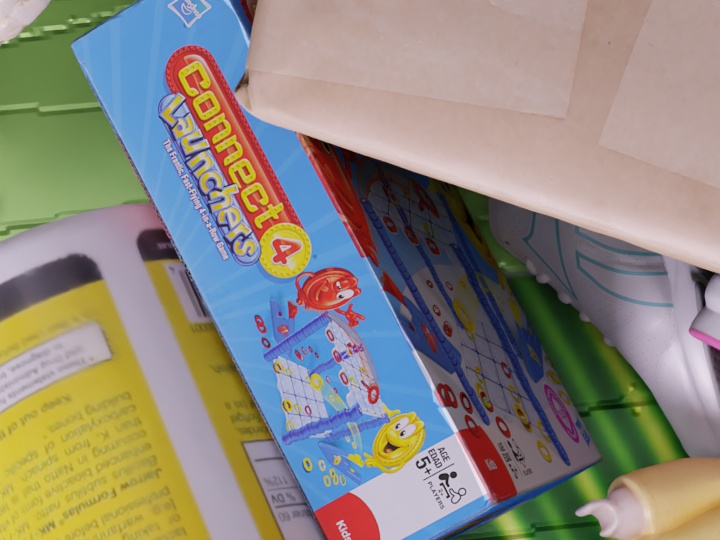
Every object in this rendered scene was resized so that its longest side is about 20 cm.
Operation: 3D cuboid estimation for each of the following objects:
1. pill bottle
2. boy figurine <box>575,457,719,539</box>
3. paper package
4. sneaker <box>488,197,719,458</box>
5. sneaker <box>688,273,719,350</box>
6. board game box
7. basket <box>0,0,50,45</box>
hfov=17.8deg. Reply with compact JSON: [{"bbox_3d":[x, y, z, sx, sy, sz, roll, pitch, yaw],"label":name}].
[{"bbox_3d":[-0.065,0.090,0.749,0.114,0.114,0.200,-23,70,-6],"label":"pill bottle"},{"bbox_3d":[0.135,0.122,0.835,0.200,0.064,0.125,-33,89,-20],"label":"boy figurine"},{"bbox_3d":[0.091,-0.061,0.713,0.200,0.191,0.104,19,94,18],"label":"paper package"},{"bbox_3d":[0.100,-0.013,0.891,0.080,0.070,0.201,-20,96,33],"label":"sneaker"},{"bbox_3d":[0.213,-0.018,0.848,0.200,0.081,0.088,-10,114,-36],"label":"sneaker"},{"bbox_3d":[0.000,0.000,0.809,0.056,0.200,0.196,-30,82,13],"label":"board game box"},{"bbox_3d":[-0.136,-0.203,0.821,0.198,0.200,0.161,-42,114,-9],"label":"basket"}]
